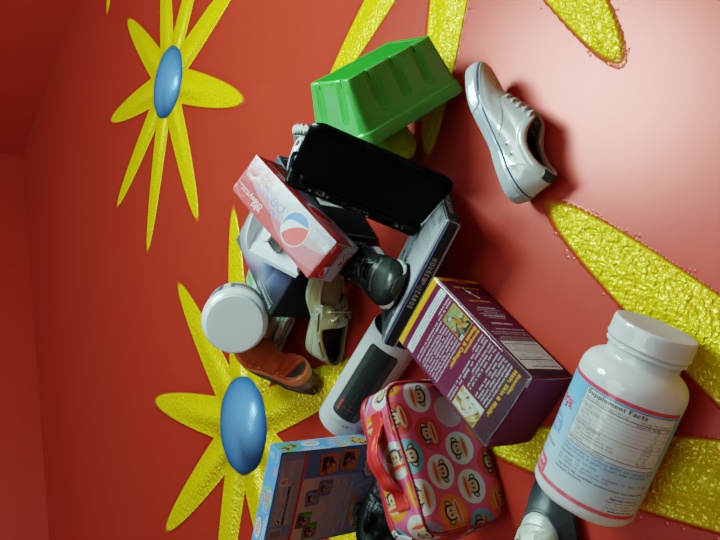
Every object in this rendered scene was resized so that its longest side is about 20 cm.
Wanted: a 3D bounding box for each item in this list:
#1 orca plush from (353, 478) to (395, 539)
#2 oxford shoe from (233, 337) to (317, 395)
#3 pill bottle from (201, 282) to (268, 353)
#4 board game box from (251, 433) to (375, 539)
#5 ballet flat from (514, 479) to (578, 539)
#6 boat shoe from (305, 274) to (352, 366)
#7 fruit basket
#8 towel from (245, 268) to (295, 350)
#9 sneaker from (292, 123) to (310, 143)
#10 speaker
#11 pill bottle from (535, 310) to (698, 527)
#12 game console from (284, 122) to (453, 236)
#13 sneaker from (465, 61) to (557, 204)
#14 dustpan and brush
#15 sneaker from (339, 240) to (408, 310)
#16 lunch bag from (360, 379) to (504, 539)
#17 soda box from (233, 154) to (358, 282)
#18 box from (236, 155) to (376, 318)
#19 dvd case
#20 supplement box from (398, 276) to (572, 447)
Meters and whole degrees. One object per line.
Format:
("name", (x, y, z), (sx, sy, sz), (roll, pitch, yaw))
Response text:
("orca plush", (0.037, 0.349, 0.953), (0.105, 0.071, 0.200), (37, 100, 26))
("oxford shoe", (-0.158, 0.180, 1.217), (0.200, 0.073, 0.071), (20, 58, 42))
("pill bottle", (-0.220, 0.082, 1.167), (0.200, 0.113, 0.114), (-163, 80, -80))
("board game box", (-0.054, 0.323, 0.985), (0.037, 0.199, 0.152), (22, 103, 51))
("ballet flat", (0.211, 0.340, 0.757), (0.073, 0.073, 0.201), (-13, 75, 50))
("boat shoe", (-0.045, 0.071, 1.091), (0.066, 0.074, 0.201), (37, 138, 36))
("fruit basket", (0.039, -0.211, 0.970), (0.155, 0.215, 0.216), (15, 98, 52))
("towel", (-0.174, 0.049, 1.287), (0.149, 0.031, 0.200), (-60, 41, 45))
("sneaker", (-0.058, -0.208, 1.147), (0.200, 0.080, 0.075), (29, 110, 49))
("speaker", (0.012, 0.165, 1.018), (0.200, 0.081, 0.081), (-60, 45, 27))
("pill bottle", (0.263, 0.148, 0.681), (0.109, 0.108, 0.201), (34, 112, 48))
("game console", (0.009, -0.141, 0.922), (0.176, 0.199, 0.117), (-92, 27, -63))
("sneaker", (0.195, -0.186, 0.846), (0.071, 0.073, 0.201), (-29, 73, 36))
("dustpan and brush", (-0.116, -0.106, 1.032), (0.139, 0.057, 0.201), (24, 90, 42))
("sneaker", (0.000, 0.000, 0.965), (0.076, 0.087, 0.200), (-69, 19, 5))
("lunch bag", (0.082, 0.239, 0.843), (0.082, 0.176, 0.201), (-39, 56, 41))
("soda box", (-0.096, -0.076, 0.957), (0.200, 0.063, 0.070), (47, 107, 25))
("box", (-0.103, -0.054, 1.153), (0.199, 0.123, 0.200), (-58, 46, 32))
("dvd case", (0.079, -0.012, 0.939), (0.150, 0.025, 0.200), (-88, 22, -64))
("supplement box", (0.151, 0.110, 0.843), (0.200, 0.085, 0.111), (50, 123, 42))
